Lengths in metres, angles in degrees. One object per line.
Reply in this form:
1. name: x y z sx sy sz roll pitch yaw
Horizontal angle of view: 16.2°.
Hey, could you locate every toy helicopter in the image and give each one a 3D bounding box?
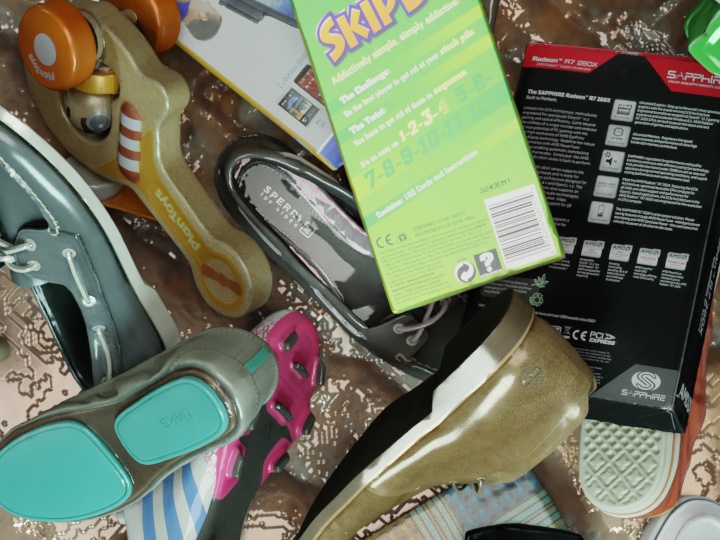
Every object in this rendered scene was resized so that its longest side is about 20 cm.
1. toy helicopter: -0.119 -0.053 1.362 0.079 0.132 0.200 -27 75 -42

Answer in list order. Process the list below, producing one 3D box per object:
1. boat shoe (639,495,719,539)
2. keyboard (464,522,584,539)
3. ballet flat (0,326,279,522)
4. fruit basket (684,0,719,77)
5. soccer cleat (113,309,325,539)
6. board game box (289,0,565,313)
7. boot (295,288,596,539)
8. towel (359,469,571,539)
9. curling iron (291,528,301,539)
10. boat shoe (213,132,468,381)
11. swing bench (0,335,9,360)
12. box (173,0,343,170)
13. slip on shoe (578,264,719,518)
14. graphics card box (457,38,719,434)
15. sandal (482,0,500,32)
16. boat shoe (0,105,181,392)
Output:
1. boat shoe: 0.183 0.217 1.358 0.074 0.065 0.200 7 75 -15
2. keyboard: 0.061 0.235 1.373 0.104 0.040 0.200 11 84 -22
3. ballet flat: -0.118 0.083 1.346 0.200 0.064 0.067 -25 103 40
4. fruit basket: 0.257 -0.128 1.338 0.185 0.200 0.094 45 124 5
5. soccer cleat: -0.089 0.108 1.377 0.086 0.070 0.200 12 72 32
6. board game box: 0.031 -0.087 1.322 0.095 0.030 0.200 -18 93 -1
7. boot: 0.042 0.098 1.317 0.075 0.074 0.200 39 123 -12
8. towel: 0.077 0.218 1.394 0.147 0.022 0.200 -30 86 -3
9. curling iron: -0.041 0.184 1.368 0.050 0.026 0.200 19 62 22
10. boat shoe: 0.000 0.000 1.383 0.200 0.057 0.067 39 94 -2
11. swing bench: -0.267 -0.048 1.318 0.130 0.200 0.199 -5 86 -1
12. box: -0.036 -0.147 1.377 0.200 0.041 0.119 39 89 22
13. slip on shoe: 0.162 0.042 1.391 0.074 0.061 0.200 1 72 26
14. graphics card box: 0.131 -0.020 1.359 0.125 0.051 0.200 8 70 18
15. sandal: 0.044 -0.121 1.397 0.082 0.055 0.200 16 92 1
16. boat shoe: -0.162 -0.009 1.333 0.062 0.200 0.073 -42 43 -13
